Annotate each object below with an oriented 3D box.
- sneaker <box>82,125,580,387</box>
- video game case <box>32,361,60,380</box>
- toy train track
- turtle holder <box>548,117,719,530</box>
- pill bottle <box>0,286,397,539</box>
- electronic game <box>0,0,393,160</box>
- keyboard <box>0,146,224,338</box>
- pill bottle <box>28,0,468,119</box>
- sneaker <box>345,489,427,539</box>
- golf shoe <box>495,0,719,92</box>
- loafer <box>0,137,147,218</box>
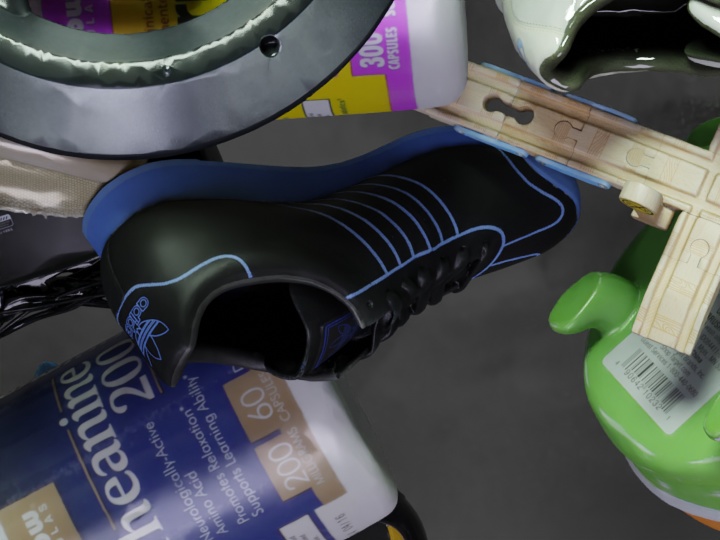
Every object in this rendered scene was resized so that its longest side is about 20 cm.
[{"bbox_3d":[0.000,0.000,1.087,0.199,0.078,0.070,-8,144,-26],"label":"sneaker"},{"bbox_3d":[-0.103,0.152,1.239,0.143,0.018,0.201,20,100,-17],"label":"video game case"},{"bbox_3d":[0.088,-0.045,1.051,0.199,0.115,0.033,22,173,20],"label":"toy train track"},{"bbox_3d":[0.173,0.017,1.119,0.140,0.186,0.132,9,152,41],"label":"turtle holder"},{"bbox_3d":[-0.095,0.088,1.149,0.199,0.111,0.111,-28,128,2],"label":"pill bottle"},{"bbox_3d":[-0.076,-0.134,0.951,0.199,0.201,0.042,1,172,-1],"label":"electronic game"},{"bbox_3d":[-0.144,-0.020,1.146,0.199,0.040,0.105,-17,106,16],"label":"keyboard"},{"bbox_3d":[-0.065,-0.101,1.018,0.199,0.105,0.105,-4,132,4],"label":"pill bottle"},{"bbox_3d":[-0.007,0.186,1.202,0.070,0.090,0.201,16,90,-17],"label":"sneaker"},{"bbox_3d":[0.145,-0.098,1.026,0.199,0.097,0.079,-11,130,8],"label":"golf shoe"},{"bbox_3d":[-0.175,-0.050,1.084,0.199,0.076,0.069,11,125,3],"label":"loafer"}]
